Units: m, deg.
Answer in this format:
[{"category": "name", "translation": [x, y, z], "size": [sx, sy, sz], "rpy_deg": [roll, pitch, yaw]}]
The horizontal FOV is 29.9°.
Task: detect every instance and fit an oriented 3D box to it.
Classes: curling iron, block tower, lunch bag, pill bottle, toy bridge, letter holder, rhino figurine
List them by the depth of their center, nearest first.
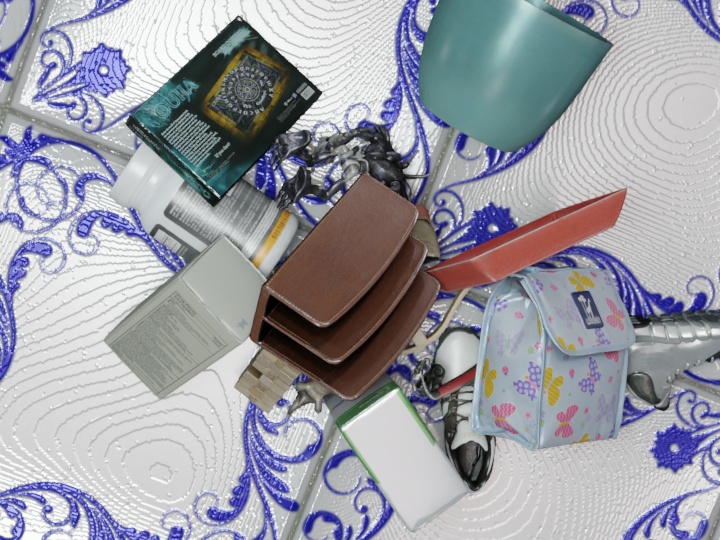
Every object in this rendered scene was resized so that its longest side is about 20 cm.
[{"category": "letter holder", "translation": [0.000, 0.020, 1.432], "size": [0.142, 0.101, 0.200], "rpy_deg": [33, 53, 10]}, {"category": "pill bottle", "translation": [-0.179, -0.067, 1.541], "size": [0.199, 0.116, 0.117], "rpy_deg": [35, 93, -8]}, {"category": "lunch bag", "translation": [0.227, 0.096, 1.558], "size": [0.169, 0.127, 0.202], "rpy_deg": [1, 96, -45]}, {"category": "block tower", "translation": [-0.069, 0.074, 1.562], "size": [0.058, 0.054, 0.200], "rpy_deg": [38, 118, -6]}, {"category": "rhino figurine", "translation": [-0.012, 0.101, 1.562], "size": [0.200, 0.087, 0.060], "rpy_deg": [-41, 98, 2]}, {"category": "curling iron", "translation": [0.140, 0.107, 1.584], "size": [0.199, 0.026, 0.050], "rpy_deg": [-16, 80, -33]}, {"category": "toy bridge", "translation": [0.058, 0.063, 1.620], "size": [0.199, 0.027, 0.067], "rpy_deg": [-33, 98, 1]}]

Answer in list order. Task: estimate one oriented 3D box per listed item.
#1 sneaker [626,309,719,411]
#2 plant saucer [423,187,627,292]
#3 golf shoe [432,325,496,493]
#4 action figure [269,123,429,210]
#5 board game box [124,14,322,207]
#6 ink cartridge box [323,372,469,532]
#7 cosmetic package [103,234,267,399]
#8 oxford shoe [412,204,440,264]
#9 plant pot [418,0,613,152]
[{"category": "sneaker", "translation": [0.391, 0.112, 1.637], "size": [0.198, 0.075, 0.116], "rpy_deg": [-1, 102, 6]}, {"category": "plant saucer", "translation": [0.183, -0.027, 1.511], "size": [0.199, 0.200, 0.037], "rpy_deg": [-24, 91, -16]}, {"category": "golf shoe", "translation": [0.132, 0.168, 1.606], "size": [0.077, 0.094, 0.202], "rpy_deg": [-8, 96, -2]}, {"category": "action figure", "translation": [-0.018, -0.112, 1.557], "size": [0.199, 0.102, 0.120], "rpy_deg": [0, 66, -43]}, {"category": "board game box", "translation": [-0.151, -0.183, 1.518], "size": [0.135, 0.028, 0.200], "rpy_deg": [43, 58, -3]}, {"category": "ink cartridge box", "translation": [0.036, 0.196, 1.549], "size": [0.084, 0.200, 0.145], "rpy_deg": [-35, 98, -3]}, {"category": "cosmetic package", "translation": [-0.190, 0.055, 1.511], "size": [0.103, 0.200, 0.087], "rpy_deg": [48, 49, -8]}, {"category": "oxford shoe", "translation": [0.000, 0.000, 1.564], "size": [0.199, 0.070, 0.075], "rpy_deg": [-30, 65, 16]}, {"category": "plant pot", "translation": [0.156, -0.232, 1.516], "size": [0.200, 0.201, 0.162], "rpy_deg": [27, 106, -7]}]
